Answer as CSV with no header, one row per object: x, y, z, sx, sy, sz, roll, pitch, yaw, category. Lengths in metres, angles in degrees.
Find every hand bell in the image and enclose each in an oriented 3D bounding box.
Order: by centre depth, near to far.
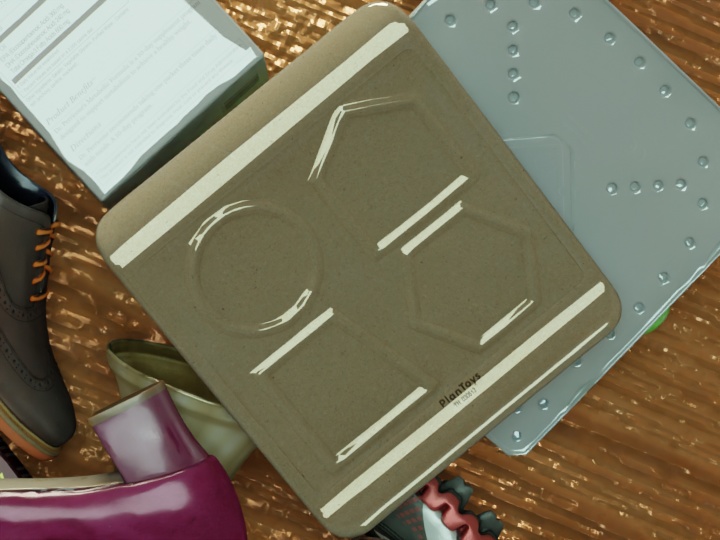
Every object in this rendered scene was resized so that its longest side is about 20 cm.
-0.110,0.146,1.405,0.104,0.104,0.200,19,99,0,hand bell

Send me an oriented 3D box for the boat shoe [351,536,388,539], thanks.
0.087,0.168,1.334,0.200,0.070,0.070,7,90,-5,boat shoe

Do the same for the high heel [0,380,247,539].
-0.156,0.138,1.334,0.200,0.067,0.096,-28,93,11,high heel

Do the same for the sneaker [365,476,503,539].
0.040,0.166,1.401,0.098,0.071,0.200,-41,90,-6,sneaker

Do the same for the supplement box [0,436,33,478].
-0.247,0.090,1.403,0.109,0.061,0.200,-39,89,-4,supplement box

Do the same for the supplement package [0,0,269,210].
-0.153,-0.139,1.395,0.110,0.114,0.200,-42,89,-3,supplement package

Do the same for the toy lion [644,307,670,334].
0.074,-0.030,1.426,0.200,0.069,0.192,-43,96,-4,toy lion

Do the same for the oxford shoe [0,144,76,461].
-0.180,0.000,1.389,0.073,0.071,0.200,-21,104,9,oxford shoe

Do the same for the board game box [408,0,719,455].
0.074,-0.041,1.375,0.200,0.026,0.200,41,98,-17,board game box

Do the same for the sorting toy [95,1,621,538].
0.000,0.000,1.340,0.185,0.036,0.200,-39,103,-3,sorting toy
